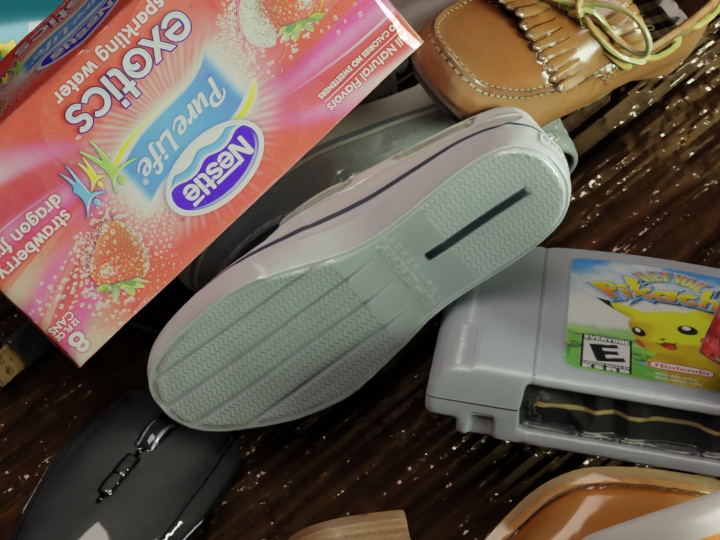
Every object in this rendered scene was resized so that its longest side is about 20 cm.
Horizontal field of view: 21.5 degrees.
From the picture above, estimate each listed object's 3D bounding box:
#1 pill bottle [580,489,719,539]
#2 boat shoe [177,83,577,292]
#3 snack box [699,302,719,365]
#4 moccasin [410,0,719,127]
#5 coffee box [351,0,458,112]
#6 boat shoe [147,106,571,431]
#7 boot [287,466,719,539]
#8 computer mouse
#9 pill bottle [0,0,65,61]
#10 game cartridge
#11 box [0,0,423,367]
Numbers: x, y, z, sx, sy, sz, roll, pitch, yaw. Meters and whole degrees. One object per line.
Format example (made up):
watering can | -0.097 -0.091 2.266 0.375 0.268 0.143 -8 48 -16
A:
pill bottle | 0.156 0.176 0.674 0.109 0.110 0.201 -16 79 -7
boat shoe | 0.012 -0.032 0.869 0.200 0.070 0.072 -26 58 -20
snack box | 0.241 0.022 0.772 0.142 0.053 0.200 29 28 22
moccasin | 0.101 -0.111 0.867 0.201 0.078 0.074 -13 65 -42
coffee box | 0.038 -0.152 0.943 0.199 0.080 0.113 -34 60 -17
boat shoe | 0.000 0.000 0.808 0.199 0.074 0.067 -28 24 9
boot | 0.074 0.163 0.741 0.199 0.077 0.156 -6 64 -16
computer mouse | -0.119 0.076 0.824 0.140 0.046 0.200 28 63 19
pill bottle | -0.158 -0.092 0.898 0.199 0.111 0.111 -4 56 2
game cartridge | 0.131 0.037 0.802 0.199 0.041 0.133 9 22 3
box | -0.086 -0.071 0.802 0.200 0.103 0.095 -43 23 -1
